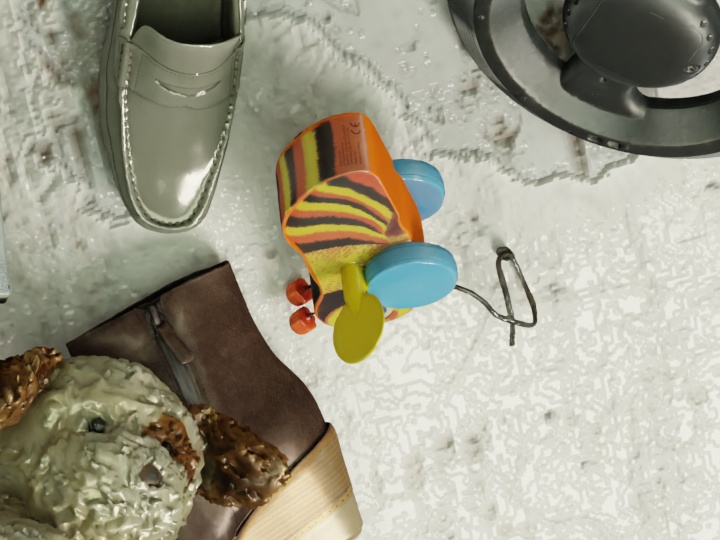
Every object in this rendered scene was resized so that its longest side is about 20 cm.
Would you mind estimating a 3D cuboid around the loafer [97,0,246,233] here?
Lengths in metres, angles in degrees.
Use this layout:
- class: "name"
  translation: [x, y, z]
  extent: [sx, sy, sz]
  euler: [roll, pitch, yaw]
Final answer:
- class: "loafer"
  translation: [-0.091, -0.111, 1.161]
  extent: [0.070, 0.070, 0.200]
  euler: [-3, 109, -14]

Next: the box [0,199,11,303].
- class: "box"
  translation: [-0.272, -0.045, 1.125]
  extent: [0.200, 0.040, 0.137]
  euler: [-4, 83, -13]

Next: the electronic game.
- class: "electronic game"
  translation: [0.139, -0.124, 1.173]
  extent: [0.200, 0.200, 0.042]
  euler: [35, 53, -22]

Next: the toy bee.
- class: "toy bee"
  translation: [0.000, 0.000, 1.205]
  extent: [0.109, 0.131, 0.200]
  euler: [-21, 126, 19]

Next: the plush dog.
- class: "plush dog"
  translation: [-0.128, 0.125, 1.136]
  extent: [0.200, 0.160, 0.172]
  euler: [22, 70, -33]

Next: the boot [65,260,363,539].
- class: "boot"
  translation: [-0.111, 0.109, 1.223]
  extent: [0.200, 0.072, 0.167]
  euler: [-32, 99, -15]
